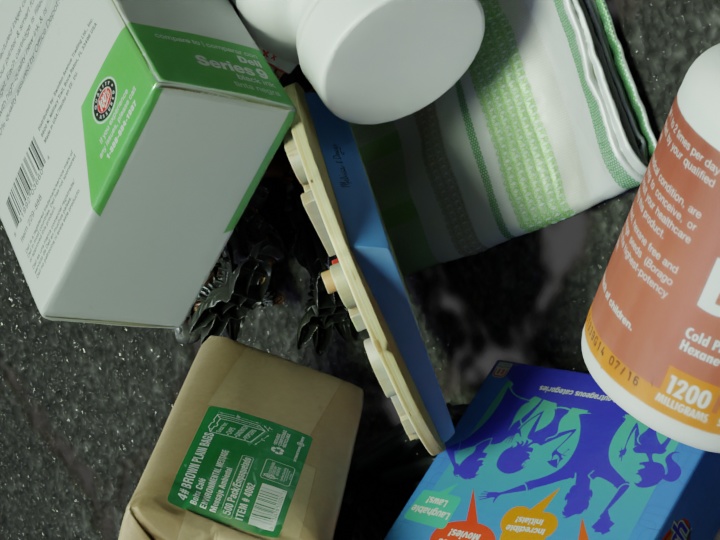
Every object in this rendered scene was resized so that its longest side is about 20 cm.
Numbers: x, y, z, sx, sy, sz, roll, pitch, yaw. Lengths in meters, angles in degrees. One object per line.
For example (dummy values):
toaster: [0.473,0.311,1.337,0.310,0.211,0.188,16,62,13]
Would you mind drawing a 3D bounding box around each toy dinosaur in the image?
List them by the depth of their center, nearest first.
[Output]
toy dinosaur: [-0.070,-0.025,1.080,0.201,0.102,0.136,100,153,-47]

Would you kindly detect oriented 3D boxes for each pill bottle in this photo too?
pill bottle: [0.178,-0.028,0.809,0.112,0.112,0.201,38,126,32]
pill bottle: [-0.020,-0.175,0.939,0.200,0.119,0.120,59,135,32]

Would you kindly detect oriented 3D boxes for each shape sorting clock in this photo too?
shape sorting clock: [0.000,0.000,0.936,0.039,0.200,0.201,-19,86,2]

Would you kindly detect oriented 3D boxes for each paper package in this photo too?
paper package: [-0.073,0.163,0.979,0.103,0.200,0.192,15,113,1]

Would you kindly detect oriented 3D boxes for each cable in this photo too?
cable: [0.041,0.171,1.057,0.200,0.051,0.164,-37,79,42]

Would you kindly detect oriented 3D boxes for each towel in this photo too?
towel: [0.057,-0.087,0.975,0.200,0.031,0.150,-23,84,46]

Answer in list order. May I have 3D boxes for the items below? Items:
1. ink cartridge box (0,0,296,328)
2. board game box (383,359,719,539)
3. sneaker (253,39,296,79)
ink cartridge box: [-0.130,-0.092,0.934,0.146,0.084,0.200,-59,43,30]
board game box: [0.084,0.139,0.898,0.152,0.200,0.045,6,142,44]
sneaker: [-0.075,-0.099,1.020,0.108,0.067,0.202,-40,32,38]
